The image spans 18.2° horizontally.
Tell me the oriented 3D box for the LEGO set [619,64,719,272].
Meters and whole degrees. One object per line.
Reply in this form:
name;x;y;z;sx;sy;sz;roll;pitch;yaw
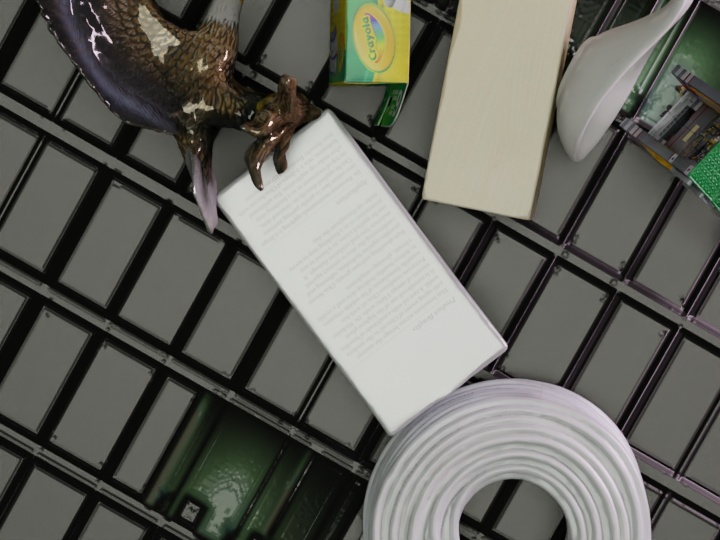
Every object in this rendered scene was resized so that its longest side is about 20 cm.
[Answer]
LEGO set;0.273;-0.101;1.512;0.153;0.116;0.200;32;98;-31

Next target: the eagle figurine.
eagle figurine;-0.123;-0.140;1.452;0.199;0.151;0.152;26;137;8

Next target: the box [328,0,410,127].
box;0.006;-0.195;1.484;0.048;0.117;0.202;-1;93;-6

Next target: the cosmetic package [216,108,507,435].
cosmetic package;0.000;0.000;1.519;0.101;0.071;0.201;-36;92;1

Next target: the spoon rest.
spoon rest;0.177;-0.154;1.466;0.060;0.099;0.201;28;130;16

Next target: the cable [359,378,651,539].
cable;0.100;0.175;1.530;0.199;0.069;0.201;16;93;0

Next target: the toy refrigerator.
toy refrigerator;0.099;-0.140;1.513;0.075;0.070;0.202;11;93;7
